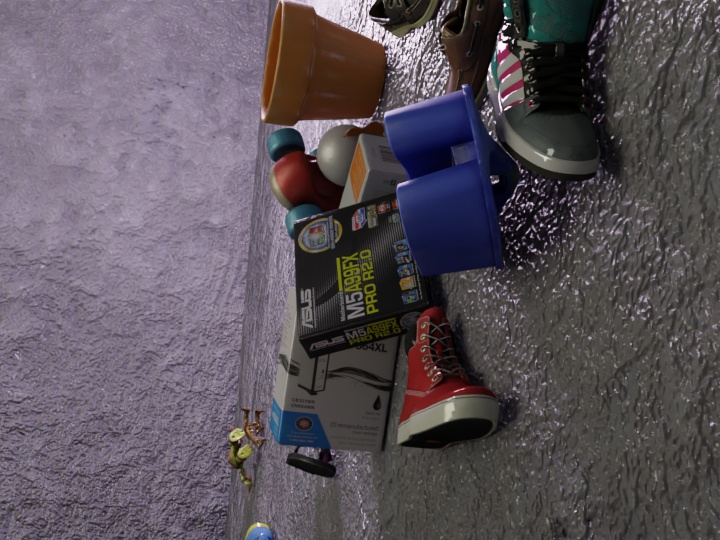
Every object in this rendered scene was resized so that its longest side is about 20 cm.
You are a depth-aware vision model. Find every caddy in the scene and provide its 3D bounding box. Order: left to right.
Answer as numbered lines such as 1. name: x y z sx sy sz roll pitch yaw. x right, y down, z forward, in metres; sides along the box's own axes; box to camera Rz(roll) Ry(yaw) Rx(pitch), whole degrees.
1. caddy: 0.089 -0.075 0.692 0.200 0.104 0.143 53 -152 -71

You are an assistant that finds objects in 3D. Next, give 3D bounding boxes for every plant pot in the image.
1. plant pot: -0.060 -0.333 1.302 0.200 0.182 0.202 -172 90 -76

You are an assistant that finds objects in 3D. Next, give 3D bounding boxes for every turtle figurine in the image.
1. turtle figurine: -0.330 0.486 2.079 0.162 0.064 0.201 106 150 -53

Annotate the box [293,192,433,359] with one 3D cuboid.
1. box: 0.000 0.000 0.958 0.044 0.159 0.201 67 -167 -45

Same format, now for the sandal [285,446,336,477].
1. sandal: -0.086 0.312 1.309 0.048 0.075 0.200 -68 10 -17

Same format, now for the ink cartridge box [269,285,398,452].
1. ink cartridge box: -0.034 0.130 1.044 0.084 0.145 0.202 -158 76 -76

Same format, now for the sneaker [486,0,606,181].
1. sneaker: 0.154 -0.168 0.613 0.201 0.083 0.121 -98 12 -50

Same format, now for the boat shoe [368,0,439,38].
1. boat shoe: 0.061 -0.379 1.093 0.200 0.064 0.074 167 112 -74

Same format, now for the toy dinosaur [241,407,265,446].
1. toy dinosaur: -0.293 0.419 2.063 0.200 0.060 0.107 173 103 -75

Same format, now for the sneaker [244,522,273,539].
1. sneaker: -0.233 0.655 1.706 0.079 0.065 0.202 -122 42 -62

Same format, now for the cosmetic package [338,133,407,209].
1. cosmetic package: 0.013 -0.082 1.119 0.102 0.071 0.201 -102 23 -51

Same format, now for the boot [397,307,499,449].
1. boot: 0.082 0.097 0.774 0.200 0.072 0.145 128 148 -70

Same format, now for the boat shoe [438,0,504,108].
1. boat shoe: 0.113 -0.248 0.820 0.072 0.067 0.201 -101 22 -47

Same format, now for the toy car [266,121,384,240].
1. toy car: -0.025 -0.162 1.230 0.200 0.176 0.186 -34 58 33
